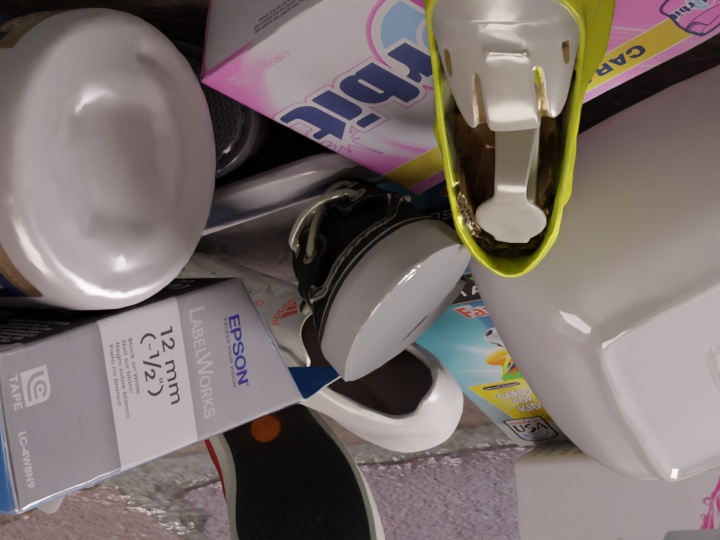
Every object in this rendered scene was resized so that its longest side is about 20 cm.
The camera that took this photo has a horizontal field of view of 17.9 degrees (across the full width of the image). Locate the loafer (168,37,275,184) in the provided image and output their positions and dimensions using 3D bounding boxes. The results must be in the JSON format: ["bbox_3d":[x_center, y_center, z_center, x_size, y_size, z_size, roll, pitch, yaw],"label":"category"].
[{"bbox_3d":[-0.119,-0.058,0.979,0.199,0.073,0.063,-6,174,27],"label":"loafer"}]

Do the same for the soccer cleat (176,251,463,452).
[{"bbox_3d":[-0.045,0.030,1.077,0.199,0.070,0.078,19,161,9],"label":"soccer cleat"}]

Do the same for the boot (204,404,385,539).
[{"bbox_3d":[-0.030,0.124,1.160,0.072,0.201,0.145,-24,150,-3],"label":"boot"}]

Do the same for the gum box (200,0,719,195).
[{"bbox_3d":[0.046,-0.112,0.843,0.113,0.067,0.199,26,144,-32],"label":"gum box"}]

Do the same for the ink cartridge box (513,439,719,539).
[{"bbox_3d":[0.194,0.153,1.170,0.198,0.147,0.147,-5,-178,15],"label":"ink cartridge box"}]

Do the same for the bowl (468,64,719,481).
[{"bbox_3d":[0.159,0.009,0.966,0.199,0.075,0.200,-26,142,4],"label":"bowl"}]

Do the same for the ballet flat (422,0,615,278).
[{"bbox_3d":[0.053,-0.064,0.787,0.066,0.067,0.200,3,149,6],"label":"ballet flat"}]

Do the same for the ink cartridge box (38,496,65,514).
[{"bbox_3d":[-0.207,0.044,1.155,0.173,0.044,0.200,34,158,-2],"label":"ink cartridge box"}]

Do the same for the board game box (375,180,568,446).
[{"bbox_3d":[0.102,0.015,1.085,0.150,0.047,0.200,-12,148,26],"label":"board game box"}]

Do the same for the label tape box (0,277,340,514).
[{"bbox_3d":[-0.118,0.038,0.922,0.143,0.067,0.199,-1,-167,40],"label":"label tape box"}]

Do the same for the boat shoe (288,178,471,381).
[{"bbox_3d":[0.000,0.000,0.919,0.064,0.071,0.200,45,178,5],"label":"boat shoe"}]

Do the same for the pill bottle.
[{"bbox_3d":[-0.162,-0.041,0.894,0.199,0.112,0.111,0,155,40],"label":"pill bottle"}]

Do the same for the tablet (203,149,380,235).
[{"bbox_3d":[-0.063,-0.026,1.000,0.199,0.014,0.130,-16,180,33],"label":"tablet"}]
